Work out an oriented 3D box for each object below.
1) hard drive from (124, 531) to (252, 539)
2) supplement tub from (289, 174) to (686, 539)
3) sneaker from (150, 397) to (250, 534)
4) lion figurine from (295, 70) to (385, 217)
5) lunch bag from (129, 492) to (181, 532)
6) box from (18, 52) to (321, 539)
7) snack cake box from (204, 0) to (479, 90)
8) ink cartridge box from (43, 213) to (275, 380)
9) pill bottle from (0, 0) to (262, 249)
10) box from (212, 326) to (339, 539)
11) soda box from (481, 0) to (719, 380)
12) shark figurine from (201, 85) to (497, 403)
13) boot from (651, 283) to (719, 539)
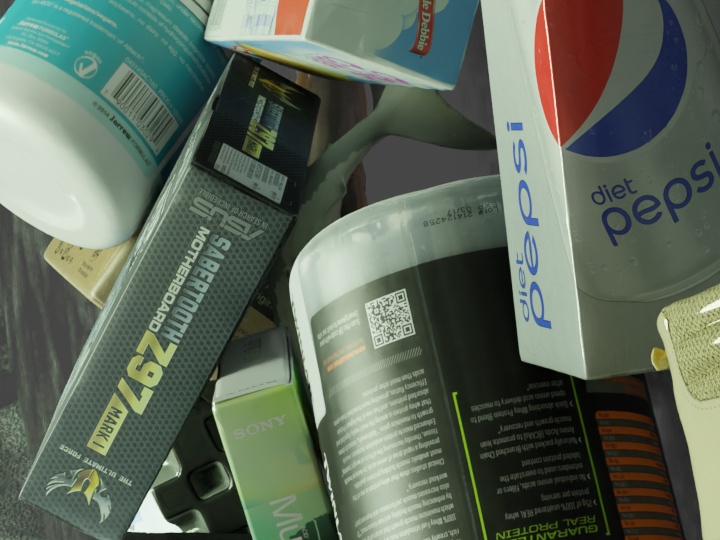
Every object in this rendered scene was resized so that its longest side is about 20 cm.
[{"bbox_3d":[-0.047,0.219,1.051,0.038,0.139,0.202,-18,-78,-58],"label":"hard drive"},{"bbox_3d":[0.050,0.078,0.831,0.123,0.122,0.201,116,144,-67],"label":"supplement tub"},{"bbox_3d":[-0.037,0.151,1.112,0.088,0.074,0.201,-5,-104,-81],"label":"sneaker"},{"bbox_3d":[-0.018,-0.082,1.173,0.123,0.072,0.201,-100,24,-53],"label":"lion figurine"},{"bbox_3d":[-0.078,0.143,1.342,0.200,0.075,0.161,33,-149,-62],"label":"lunch bag"},{"bbox_3d":[-0.076,0.006,0.981,0.158,0.051,0.200,-61,6,16],"label":"box"},{"bbox_3d":[-0.003,-0.142,0.972,0.200,0.067,0.116,-158,84,-74],"label":"snack cake box"},{"bbox_3d":[-0.072,0.019,1.216,0.075,0.164,0.200,-56,16,-3],"label":"ink cartridge box"},{"bbox_3d":[-0.102,-0.116,1.104,0.200,0.110,0.111,-55,-16,-23],"label":"pill bottle"},{"bbox_3d":[-0.013,0.129,0.917,0.144,0.036,0.201,-109,0,-82],"label":"box"},{"bbox_3d":[0.079,-0.069,0.751,0.068,0.063,0.202,-166,69,-75],"label":"soda box"},{"bbox_3d":[-0.012,-0.015,1.050,0.090,0.127,0.216,-99,11,-54],"label":"shark figurine"},{"bbox_3d":[0.118,0.088,0.656,0.200,0.072,0.156,118,141,-65],"label":"boot"}]
